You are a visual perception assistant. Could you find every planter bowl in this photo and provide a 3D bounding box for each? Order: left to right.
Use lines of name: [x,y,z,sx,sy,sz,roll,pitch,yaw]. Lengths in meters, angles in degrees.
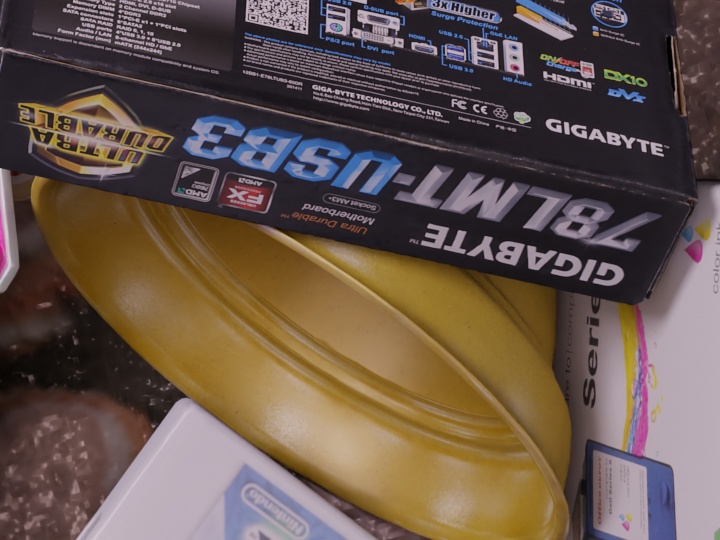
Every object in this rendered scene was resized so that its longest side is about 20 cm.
planter bowl: [0.000,0.000,0.772,0.200,0.201,0.084,33,71,4]

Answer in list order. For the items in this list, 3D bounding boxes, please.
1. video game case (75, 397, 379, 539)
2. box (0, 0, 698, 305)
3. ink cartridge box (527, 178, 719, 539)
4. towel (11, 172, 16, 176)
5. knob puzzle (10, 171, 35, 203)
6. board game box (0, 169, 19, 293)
video game case: [-0.034,0.174,0.803,0.200,0.022,0.183,38,84,-13]
box: [-0.006,-0.092,0.723,0.199,0.199,0.050,11,133,-11]
ink cartridge box: [0.122,0.046,0.726,0.087,0.200,0.146,2,93,-16]
towel: [-0.095,-0.132,0.841,0.199,0.023,0.145,-33,87,6]
knob puzzle: [-0.125,-0.124,0.819,0.218,0.030,0.221,0,89,7]
board game box: [-0.210,-0.076,0.805,0.199,0.026,0.201,-11,81,26]
